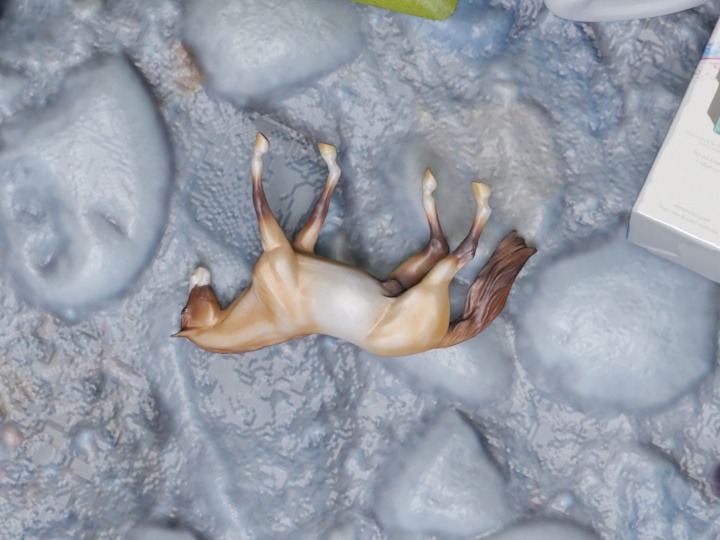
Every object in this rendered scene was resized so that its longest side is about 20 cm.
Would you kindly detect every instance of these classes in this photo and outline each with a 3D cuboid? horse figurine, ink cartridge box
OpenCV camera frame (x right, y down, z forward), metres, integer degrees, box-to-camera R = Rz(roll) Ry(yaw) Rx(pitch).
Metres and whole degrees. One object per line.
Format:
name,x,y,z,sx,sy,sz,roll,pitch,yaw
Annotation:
horse figurine,0.000,0.000,1.453,0.199,0.050,0.133,12,97,-3
ink cartridge box,0.221,-0.101,1.426,0.067,0.116,0.201,24,85,7

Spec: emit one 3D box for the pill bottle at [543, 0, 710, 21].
pill bottle,0.148,-0.250,1.446,0.111,0.112,0.201,-6,84,1

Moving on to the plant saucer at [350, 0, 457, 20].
plant saucer,-0.022,-0.254,1.443,0.199,0.048,0.201,13,108,-1
